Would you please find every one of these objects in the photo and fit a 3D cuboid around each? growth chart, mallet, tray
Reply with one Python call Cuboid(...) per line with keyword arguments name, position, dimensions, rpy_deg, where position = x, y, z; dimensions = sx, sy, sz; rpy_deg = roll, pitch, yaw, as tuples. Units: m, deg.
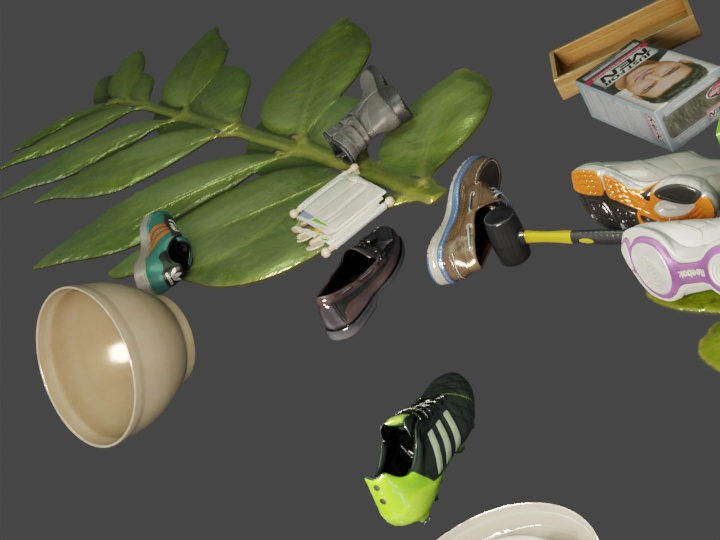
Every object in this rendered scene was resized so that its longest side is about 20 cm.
Cuboid(name="growth chart", position=(-0.033, -0.084, 1.975), dimensions=(0.144, 0.018, 0.200), rpy_deg=(-35, 26, -5))
Cuboid(name="mallet", position=(0.231, -0.030, 1.574), dimensions=(0.198, 0.066, 0.041), rpy_deg=(8, 45, 33))
Cuboid(name="tray", position=(0.354, -0.304, 1.909), dimensions=(0.198, 0.037, 0.099), rpy_deg=(-25, 27, 17))

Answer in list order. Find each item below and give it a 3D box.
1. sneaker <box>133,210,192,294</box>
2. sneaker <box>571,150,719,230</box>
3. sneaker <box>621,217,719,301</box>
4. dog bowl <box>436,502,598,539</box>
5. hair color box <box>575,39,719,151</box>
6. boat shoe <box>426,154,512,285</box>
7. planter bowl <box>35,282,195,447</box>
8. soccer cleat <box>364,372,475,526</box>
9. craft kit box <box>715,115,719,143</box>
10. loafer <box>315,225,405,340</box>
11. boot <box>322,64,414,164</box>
Cuboid(name="sneaker", position=(-0.282, -0.031, 2.108), dimensions=(0.079, 0.072, 0.201), rpy_deg=(-21, 32, 11))
Cuboid(name="sneaker", position=(0.323, -0.093, 1.548), dimensions=(0.092, 0.076, 0.199), rpy_deg=(-38, 33, -30))
Cuboid(name="sneaker", position=(0.344, -0.015, 1.398), dimensions=(0.099, 0.076, 0.199), rpy_deg=(-25, 19, -31))
Cuboid(name="dog bowl", position=(0.113, 0.278, 1.129), dimensions=(0.198, 0.059, 0.201), rpy_deg=(-26, 26, 14))
Cuboid(name="hair color box", position=(0.355, -0.216, 1.724), dimensions=(0.099, 0.061, 0.200), rpy_deg=(-35, 26, -6))
Cuboid(name="boat shoe", position=(0.144, -0.062, 1.691), dimensions=(0.072, 0.072, 0.201), rpy_deg=(-7, 45, 33))
Cuboid(name="planter bowl", position=(-0.291, 0.104, 1.766), dimensions=(0.199, 0.203, 0.134), rpy_deg=(-3, 10, 45))
Cuboid(name="soccer cleat", position=(0.060, 0.157, 1.374), dimensions=(0.067, 0.081, 0.201), rpy_deg=(-14, 31, 32))
Cuboid(name="craft kit box", position=(0.505, -0.214, 1.577), dimensions=(0.196, 0.049, 0.201), rpy_deg=(-18, 29, 32))
Cuboid(name="loafer", position=(0.000, 0.000, 1.737), dimensions=(0.071, 0.063, 0.201), rpy_deg=(-14, 31, 32))
Cuboid(name="boot", position=(-0.005, -0.238, 2.163), dimensions=(0.131, 0.070, 0.200), rpy_deg=(-37, 21, 3))
